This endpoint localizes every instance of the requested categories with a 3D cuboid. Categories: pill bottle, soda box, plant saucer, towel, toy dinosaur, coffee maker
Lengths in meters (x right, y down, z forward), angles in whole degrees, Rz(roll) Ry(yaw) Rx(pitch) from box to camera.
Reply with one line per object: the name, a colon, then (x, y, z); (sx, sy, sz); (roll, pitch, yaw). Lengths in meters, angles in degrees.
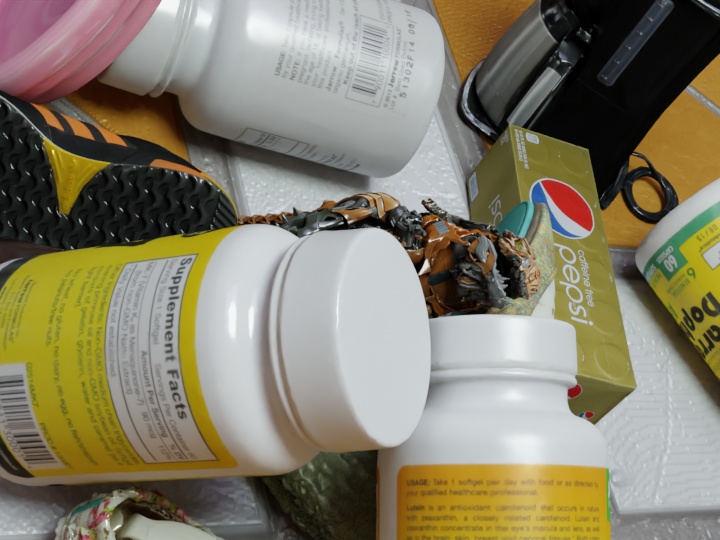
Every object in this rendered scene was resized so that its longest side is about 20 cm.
pill bottle: (-0.058, -0.135, 0.825); (0.199, 0.114, 0.115); (13, 50, -22)
soda box: (0.121, 0.004, 0.858); (0.068, 0.064, 0.200); (14, 50, -22)
plant saucer: (-0.170, -0.171, 0.748); (0.051, 0.200, 0.201); (39, 36, -42)
towel: (0.035, 0.127, 0.728); (0.200, 0.037, 0.148); (46, 46, 8)
pill bottle: (0.063, 0.126, 0.617); (0.111, 0.111, 0.201); (6, 78, -27)
toy dinosaur: (0.000, 0.000, 0.734); (0.136, 0.200, 0.102); (-34, 104, -39)
pill bottle: (0.289, 0.038, 0.898); (0.113, 0.113, 0.200); (-17, 66, -39)
pill bottle: (-0.077, 0.039, 0.601); (0.114, 0.199, 0.115); (26, 61, -61)
coffee maker: (0.200, -0.155, 0.935); (0.192, 0.200, 0.135); (20, 48, -16)

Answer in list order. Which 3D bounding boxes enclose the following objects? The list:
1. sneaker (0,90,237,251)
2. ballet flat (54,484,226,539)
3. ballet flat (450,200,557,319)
sneaker: (-0.160, -0.050, 0.694); (0.200, 0.070, 0.090); (20, 7, -5)
ballet flat: (-0.055, 0.167, 0.622); (0.200, 0.064, 0.076); (30, 47, -8)
ballet flat: (0.076, 0.042, 0.749); (0.071, 0.071, 0.200); (36, 50, -1)
